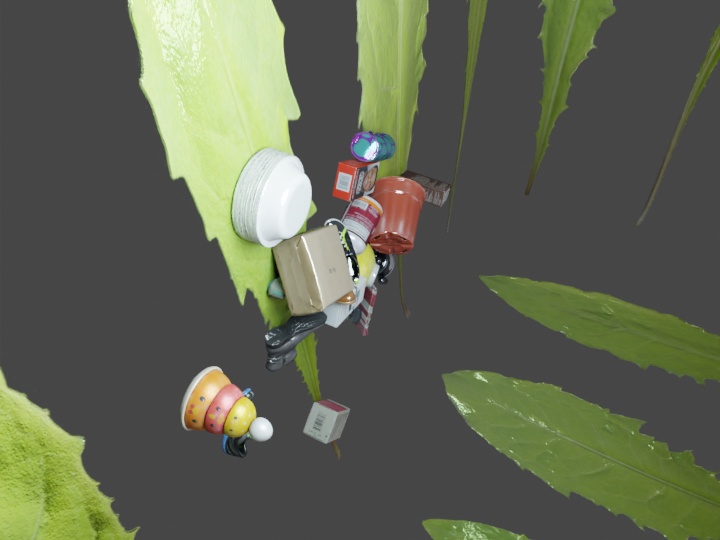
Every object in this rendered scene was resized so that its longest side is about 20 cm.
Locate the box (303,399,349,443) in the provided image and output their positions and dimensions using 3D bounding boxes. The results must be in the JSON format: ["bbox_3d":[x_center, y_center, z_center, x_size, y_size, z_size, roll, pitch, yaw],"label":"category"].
[{"bbox_3d":[-0.132,0.597,2.213,0.200,0.108,0.130,38,72,-74],"label":"box"}]

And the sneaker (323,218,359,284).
[{"bbox_3d":[-0.043,-0.058,1.599,0.071,0.202,0.083,-25,-174,-12],"label":"sneaker"}]

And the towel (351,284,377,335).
[{"bbox_3d":[0.014,0.131,2.140,0.144,0.022,0.203,-133,-129,-60],"label":"towel"}]

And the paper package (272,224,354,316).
[{"bbox_3d":[-0.116,-0.006,1.412,0.200,0.102,0.193,-29,105,-65],"label":"paper package"}]

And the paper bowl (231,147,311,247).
[{"bbox_3d":[-0.175,-0.148,1.173,0.200,0.103,0.203,19,90,-74],"label":"paper bowl"}]

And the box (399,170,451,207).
[{"bbox_3d":[0.253,-0.329,2.222,0.100,0.198,0.076,-44,153,-55],"label":"box"}]

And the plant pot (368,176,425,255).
[{"bbox_3d":[0.112,-0.171,1.843,0.201,0.197,0.198,77,18,-63],"label":"plant pot"}]

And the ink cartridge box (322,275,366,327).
[{"bbox_3d":[-0.086,0.070,1.662,0.200,0.144,0.085,-44,149,-59],"label":"ink cartridge box"}]

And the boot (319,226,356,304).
[{"bbox_3d":[-0.073,-0.012,1.537,0.073,0.200,0.156,-19,137,-41],"label":"boot"}]

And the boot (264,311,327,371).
[{"bbox_3d":[-0.185,0.193,1.559,0.198,0.070,0.133,-24,142,-26],"label":"boot"}]

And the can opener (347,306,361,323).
[{"bbox_3d":[-0.006,0.106,2.118,0.053,0.066,0.203,-33,144,-66],"label":"can opener"}]

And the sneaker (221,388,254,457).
[{"bbox_3d":[-0.302,0.395,1.439,0.071,0.082,0.202,-29,137,-67],"label":"sneaker"}]

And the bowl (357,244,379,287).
[{"bbox_3d":[0.000,0.000,1.838,0.200,0.106,0.203,-157,-90,-87],"label":"bowl"}]

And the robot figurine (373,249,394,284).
[{"bbox_3d":[0.059,-0.037,2.060,0.200,0.123,0.152,25,85,-74],"label":"robot figurine"}]

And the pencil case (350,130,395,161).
[{"bbox_3d":[0.040,-0.372,1.661,0.085,0.093,0.200,-39,177,22],"label":"pencil case"}]

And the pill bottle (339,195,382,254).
[{"bbox_3d":[-0.018,-0.125,1.714,0.202,0.112,0.113,-64,163,-19],"label":"pill bottle"}]

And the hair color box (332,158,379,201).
[{"bbox_3d":[-0.010,-0.275,1.653,0.200,0.060,0.103,-38,144,-63],"label":"hair color box"}]

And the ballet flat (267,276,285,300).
[{"bbox_3d":[-0.174,0.032,1.466,0.200,0.063,0.068,-39,148,-62],"label":"ballet flat"}]

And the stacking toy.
[{"bbox_3d":[-0.276,0.309,1.205,0.146,0.198,0.148,20,90,-74],"label":"stacking toy"}]
